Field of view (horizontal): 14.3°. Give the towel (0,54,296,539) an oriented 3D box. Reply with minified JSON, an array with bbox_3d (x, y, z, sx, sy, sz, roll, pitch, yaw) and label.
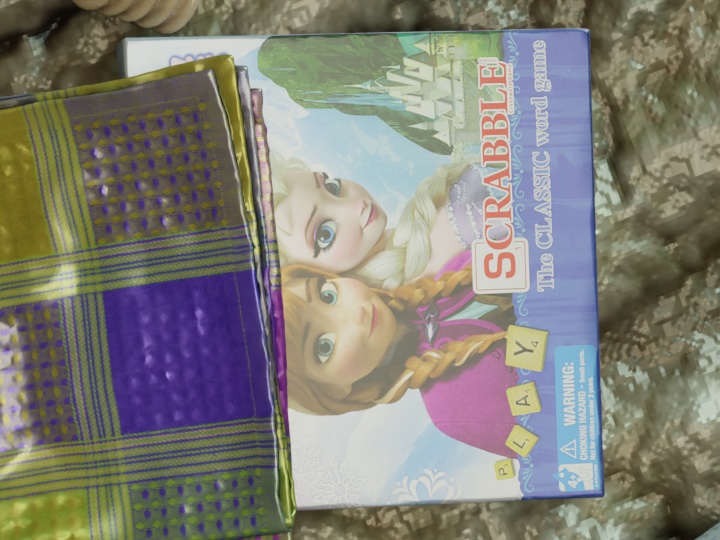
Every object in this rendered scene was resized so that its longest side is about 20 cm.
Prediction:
[{"bbox_3d":[-0.101,0.019,1.167,0.143,0.023,0.201,-6,89,14],"label":"towel"}]

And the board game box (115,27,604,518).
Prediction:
[{"bbox_3d":[0.000,0.000,1.210,0.199,0.041,0.201,-3,90,-8],"label":"board game box"}]

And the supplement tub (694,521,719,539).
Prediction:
[{"bbox_3d":[0.157,0.178,1.191,0.200,0.132,0.132,-35,95,-8],"label":"supplement tub"}]

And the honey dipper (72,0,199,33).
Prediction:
[{"bbox_3d":[-0.150,-0.136,1.141,0.200,0.038,0.038,15,87,-40],"label":"honey dipper"}]
